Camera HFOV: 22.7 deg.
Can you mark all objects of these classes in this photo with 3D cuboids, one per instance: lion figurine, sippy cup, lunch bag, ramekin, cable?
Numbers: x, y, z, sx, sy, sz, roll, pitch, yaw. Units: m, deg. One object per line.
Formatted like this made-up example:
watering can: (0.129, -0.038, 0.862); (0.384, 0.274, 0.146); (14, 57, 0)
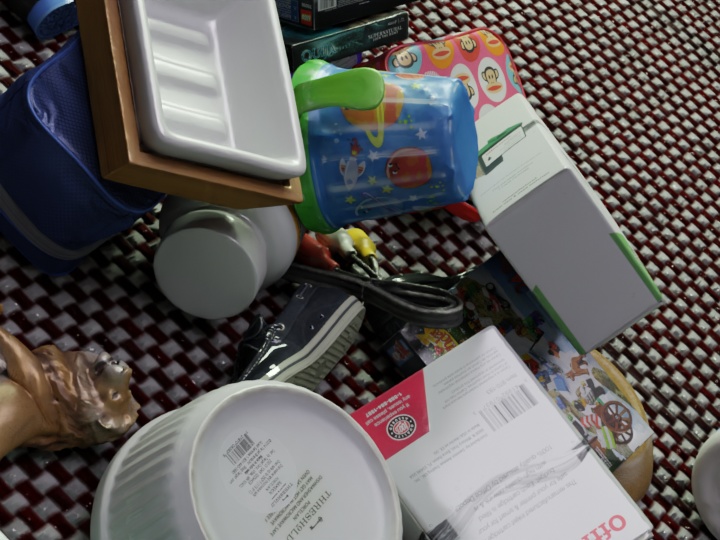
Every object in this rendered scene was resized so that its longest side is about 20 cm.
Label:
lion figurine: (-0.244, 0.098, 1.183); (0.200, 0.072, 0.123); (-37, 90, -40)
sippy cup: (0.021, -0.099, 1.407); (0.130, 0.140, 0.178); (-2, 14, 16)
lunch bag: (0.087, -0.131, 1.688); (0.200, 0.082, 0.176); (-18, 86, -50)
lunch bag: (-0.208, -0.101, 1.372); (0.136, 0.132, 0.200); (50, 39, -10)
ramekin: (-0.066, 0.168, 1.176); (0.200, 0.105, 0.200); (17, 55, -26)
cable: (0.000, 0.000, 1.448); (0.097, 0.050, 0.200); (-4, 16, -32)

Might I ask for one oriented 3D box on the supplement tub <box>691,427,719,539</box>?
supplement tub: (0.390, 0.165, 1.600); (0.132, 0.132, 0.200); (45, 36, 11)

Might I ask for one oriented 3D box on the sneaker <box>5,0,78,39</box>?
sneaker: (-0.240, -0.267, 1.590); (0.078, 0.070, 0.200); (49, 36, 8)

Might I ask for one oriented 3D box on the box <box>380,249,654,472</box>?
box: (0.130, 0.098, 1.463); (0.137, 0.038, 0.200); (-38, 87, -34)

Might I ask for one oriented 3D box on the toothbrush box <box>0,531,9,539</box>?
toothbrush box: (-0.244, 0.223, 1.012); (0.200, 0.085, 0.146); (44, 36, 8)

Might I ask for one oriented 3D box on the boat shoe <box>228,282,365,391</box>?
boat shoe: (-0.067, 0.071, 1.353); (0.062, 0.075, 0.200); (30, 41, 12)

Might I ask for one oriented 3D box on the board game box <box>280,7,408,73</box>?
board game box: (-0.072, -0.229, 1.619); (0.135, 0.028, 0.200); (-22, 33, -36)

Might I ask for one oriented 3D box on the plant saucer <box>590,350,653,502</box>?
plant saucer: (0.181, 0.116, 1.554); (0.200, 0.035, 0.200); (23, 37, -19)

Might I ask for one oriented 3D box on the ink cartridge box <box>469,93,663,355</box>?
ink cartridge box: (0.155, -0.042, 1.465); (0.146, 0.084, 0.200); (52, 8, -21)

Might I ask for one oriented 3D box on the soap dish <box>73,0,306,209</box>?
soap dish: (-0.129, -0.143, 1.313); (0.157, 0.081, 0.200); (11, 58, -42)

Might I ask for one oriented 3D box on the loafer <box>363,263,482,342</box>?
loafer: (0.092, 0.037, 1.543); (0.200, 0.068, 0.070); (-7, 62, -39)

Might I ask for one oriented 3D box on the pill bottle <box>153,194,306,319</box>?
pill bottle: (-0.096, -0.050, 1.433); (0.113, 0.113, 0.200); (32, 35, -8)

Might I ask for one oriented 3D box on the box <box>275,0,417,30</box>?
box: (-0.017, -0.268, 1.620); (0.200, 0.040, 0.137); (-22, 33, -39)

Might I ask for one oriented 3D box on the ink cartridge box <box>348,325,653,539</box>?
ink cartridge box: (0.097, 0.165, 1.333); (0.145, 0.083, 0.200); (-30, 70, -19)

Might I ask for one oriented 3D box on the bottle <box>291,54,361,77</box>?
bottle: (-0.071, -0.174, 1.620); (0.200, 0.083, 0.065); (-45, 121, -56)
